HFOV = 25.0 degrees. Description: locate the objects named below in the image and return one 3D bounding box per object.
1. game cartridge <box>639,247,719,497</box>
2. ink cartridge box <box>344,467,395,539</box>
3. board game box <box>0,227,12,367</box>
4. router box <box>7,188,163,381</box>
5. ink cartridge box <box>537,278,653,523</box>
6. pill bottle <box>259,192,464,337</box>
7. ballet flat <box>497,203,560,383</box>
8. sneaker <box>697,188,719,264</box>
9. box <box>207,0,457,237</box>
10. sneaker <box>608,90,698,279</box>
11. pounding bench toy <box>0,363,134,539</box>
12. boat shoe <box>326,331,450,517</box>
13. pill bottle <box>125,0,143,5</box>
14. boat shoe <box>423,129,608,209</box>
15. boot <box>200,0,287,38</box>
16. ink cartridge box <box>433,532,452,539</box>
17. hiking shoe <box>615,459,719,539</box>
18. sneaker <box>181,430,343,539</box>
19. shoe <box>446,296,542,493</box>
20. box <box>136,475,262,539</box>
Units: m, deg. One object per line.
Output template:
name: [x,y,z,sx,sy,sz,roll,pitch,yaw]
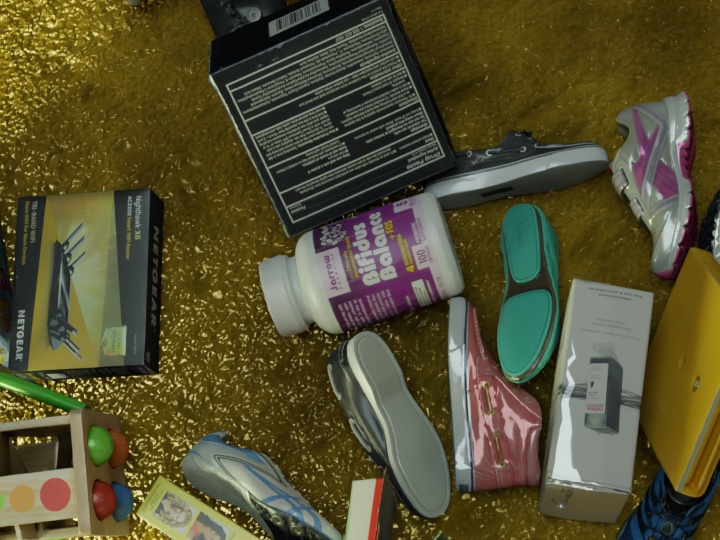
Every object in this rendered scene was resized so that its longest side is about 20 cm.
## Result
game cartridge: [0.317,0.091,1.531,0.032,0.200,0.178,16,108,-8]
ink cartridge box: [-0.001,0.280,1.555,0.050,0.200,0.163,6,74,8]
board game box: [-0.431,0.014,1.751,0.061,0.200,0.202,-17,85,7]
router box: [-0.299,0.016,1.774,0.155,0.052,0.202,-4,73,10]
ink cartridge box: [0.226,0.130,1.571,0.084,0.146,0.202,10,71,6]
pill bottle: [0.000,0.000,1.685,0.198,0.112,0.113,-19,71,5]
ballet flat: [0.180,0.029,1.657,0.067,0.070,0.202,-14,58,29]
sneaker: [0.386,0.012,1.632,0.085,0.078,0.202,3,80,-1]
box: [-0.030,-0.175,1.687,0.198,0.124,0.200,-22,114,6]
sneaker: [0.300,-0.085,1.672,0.087,0.081,0.202,-3,67,15]
pounding bench toy: [-0.323,0.179,1.680,0.154,0.124,0.202,-8,80,9]
boat shoe: [0.026,0.163,1.659,0.060,0.074,0.201,-32,84,44]
pill bottle: [-0.220,-0.407,1.851,0.200,0.116,0.116,-40,70,-2]
boat shoe: [0.160,-0.116,1.715,0.198,0.070,0.067,-13,72,16]
boot: [-0.078,-0.268,1.812,0.164,0.066,0.201,-24,66,2]
ink cartridge box: [0.074,0.313,1.529,0.059,0.200,0.104,42,86,17]
hiking shoe: [0.292,0.239,1.566,0.074,0.087,0.202,21,79,17]
sneaker: [-0.092,0.227,1.657,0.199,0.072,0.072,31,55,23]
shoe: [0.135,0.124,1.647,0.090,0.072,0.202,-3,72,1]
box: [-0.129,0.284,1.649,0.199,0.075,0.050,28,79,19]
